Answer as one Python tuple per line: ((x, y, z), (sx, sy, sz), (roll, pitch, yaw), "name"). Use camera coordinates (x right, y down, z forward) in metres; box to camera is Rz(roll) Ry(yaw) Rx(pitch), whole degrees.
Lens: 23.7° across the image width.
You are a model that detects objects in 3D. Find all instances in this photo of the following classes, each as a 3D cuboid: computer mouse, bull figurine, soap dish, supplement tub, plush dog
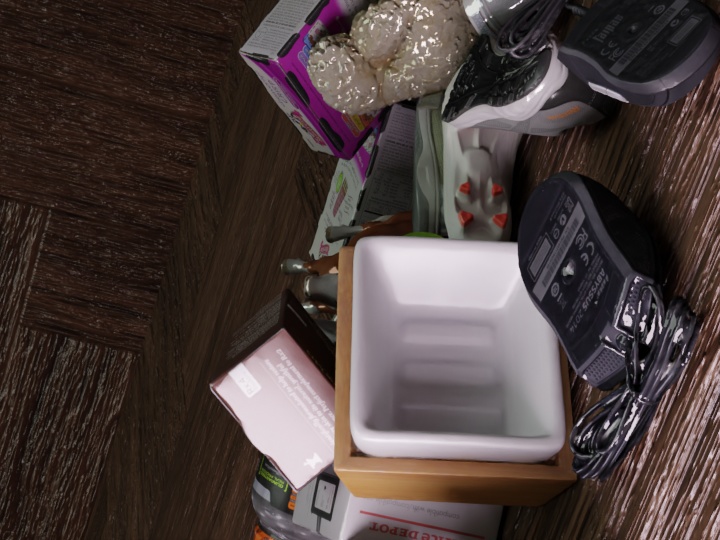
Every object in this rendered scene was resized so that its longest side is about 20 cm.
((0.187, -0.166, 1.094), (0.141, 0.046, 0.200), (-48, 31, -7), "computer mouse")
((0.153, 0.020, 1.053), (0.201, 0.052, 0.139), (-109, 36, -45), "computer mouse")
((0.000, 0.000, 1.445), (0.121, 0.200, 0.065), (-2, 107, 38), "bull figurine")
((0.061, 0.070, 1.167), (0.081, 0.156, 0.201), (94, 178, -46), "soap dish")
((-0.021, 0.152, 1.461), (0.123, 0.122, 0.201), (-137, 62, -75), "supplement tub")
((0.047, -0.242, 1.451), (0.160, 0.200, 0.172), (9, 128, 54), "plush dog")

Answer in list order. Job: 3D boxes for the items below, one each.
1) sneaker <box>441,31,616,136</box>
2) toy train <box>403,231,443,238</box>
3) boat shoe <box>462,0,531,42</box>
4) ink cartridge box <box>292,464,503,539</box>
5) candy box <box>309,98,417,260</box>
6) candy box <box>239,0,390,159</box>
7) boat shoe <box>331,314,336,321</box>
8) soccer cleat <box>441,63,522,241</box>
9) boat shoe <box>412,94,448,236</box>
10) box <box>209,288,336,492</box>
((0.118, -0.127, 1.253), (0.074, 0.079, 0.200), (-66, 18, -2), "sneaker")
((0.046, 0.020, 1.348), (0.200, 0.084, 0.116), (-94, 6, -66), "toy train")
((0.130, -0.260, 1.397), (0.068, 0.072, 0.200), (-27, 23, 29), "boat shoe")
((0.031, 0.171, 1.242), (0.200, 0.115, 0.068), (172, 111, -75), "ink cartridge box")
((0.013, -0.082, 1.693), (0.136, 0.061, 0.201), (-117, 44, -69), "candy box")
((-0.002, -0.222, 1.565), (0.061, 0.137, 0.200), (21, 66, 46), "candy box")
((-0.006, 0.080, 1.575), (0.068, 0.074, 0.201), (-120, 47, -79), "boat shoe")
((0.094, -0.086, 1.363), (0.078, 0.069, 0.201), (99, 178, -57), "soccer cleat")
((0.078, -0.098, 1.469), (0.202, 0.064, 0.075), (-85, -4, -53), "boat shoe")
((-0.052, 0.084, 1.282), (0.075, 0.100, 0.200), (-38, 8, 5), "box")
